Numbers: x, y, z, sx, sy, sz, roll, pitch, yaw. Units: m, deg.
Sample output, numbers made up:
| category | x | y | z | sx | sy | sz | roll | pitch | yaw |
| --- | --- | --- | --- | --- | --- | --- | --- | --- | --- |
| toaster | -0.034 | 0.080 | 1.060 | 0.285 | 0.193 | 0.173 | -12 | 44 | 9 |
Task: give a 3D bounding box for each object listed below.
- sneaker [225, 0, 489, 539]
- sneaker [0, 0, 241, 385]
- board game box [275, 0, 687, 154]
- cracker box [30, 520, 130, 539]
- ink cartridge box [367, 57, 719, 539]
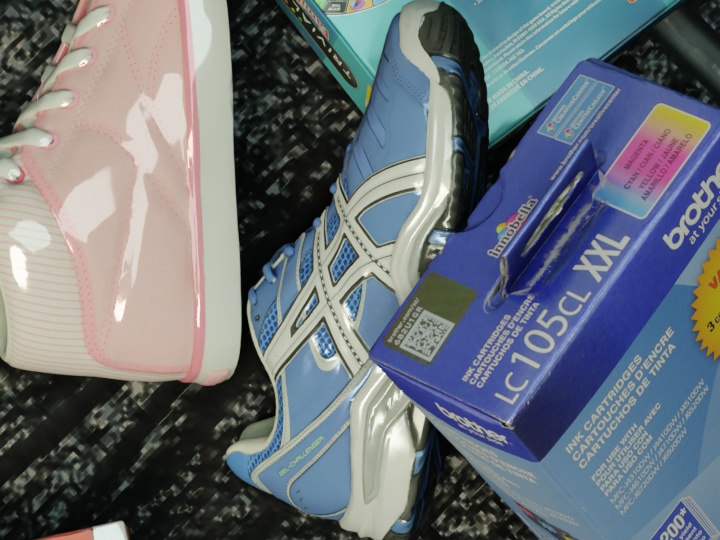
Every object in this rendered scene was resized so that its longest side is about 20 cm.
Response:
| category | x | y | z | sx | sy | sz | roll | pitch | yaw |
| --- | --- | --- | --- | --- | --- | --- | --- | --- | --- |
| sneaker | 0.000 | 0.000 | 1.053 | 0.077 | 0.076 | 0.200 | 12 | 103 | 10 |
| sneaker | -0.102 | -0.056 | 1.068 | 0.105 | 0.075 | 0.201 | -2 | 86 | -14 |
| board game box | 0.026 | -0.153 | 1.116 | 0.151 | 0.047 | 0.200 | -37 | 88 | -11 |
| cracker box | -0.166 | 0.174 | 1.034 | 0.200 | 0.058 | 0.134 | -12 | 84 | -10 |
| ink cartridge box | 0.093 | 0.023 | 1.027 | 0.137 | 0.076 | 0.200 | -54 | 135 | -12 |
